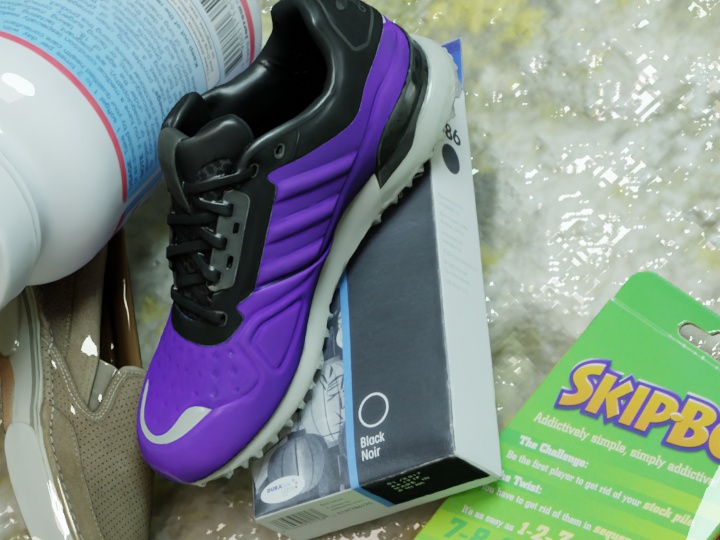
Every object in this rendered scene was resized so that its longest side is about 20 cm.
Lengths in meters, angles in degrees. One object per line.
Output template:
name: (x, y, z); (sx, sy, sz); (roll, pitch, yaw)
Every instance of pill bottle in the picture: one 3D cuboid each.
pill bottle: (-0.127, -0.064, 0.967); (0.108, 0.109, 0.200); (11, 36, 21)

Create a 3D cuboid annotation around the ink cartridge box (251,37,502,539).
ink cartridge box: (0.000, 0.000, 0.968); (0.099, 0.039, 0.201); (-22, 58, 30)

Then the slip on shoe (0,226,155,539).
slip on shoe: (-0.106, 0.061, 0.970); (0.060, 0.076, 0.201); (-21, 53, 5)

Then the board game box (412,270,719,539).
board game box: (0.083, 0.100, 0.917); (0.095, 0.030, 0.200); (35, 82, 29)

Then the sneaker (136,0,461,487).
sneaker: (-0.049, -0.019, 0.921); (0.069, 0.099, 0.201); (27, 88, 44)
